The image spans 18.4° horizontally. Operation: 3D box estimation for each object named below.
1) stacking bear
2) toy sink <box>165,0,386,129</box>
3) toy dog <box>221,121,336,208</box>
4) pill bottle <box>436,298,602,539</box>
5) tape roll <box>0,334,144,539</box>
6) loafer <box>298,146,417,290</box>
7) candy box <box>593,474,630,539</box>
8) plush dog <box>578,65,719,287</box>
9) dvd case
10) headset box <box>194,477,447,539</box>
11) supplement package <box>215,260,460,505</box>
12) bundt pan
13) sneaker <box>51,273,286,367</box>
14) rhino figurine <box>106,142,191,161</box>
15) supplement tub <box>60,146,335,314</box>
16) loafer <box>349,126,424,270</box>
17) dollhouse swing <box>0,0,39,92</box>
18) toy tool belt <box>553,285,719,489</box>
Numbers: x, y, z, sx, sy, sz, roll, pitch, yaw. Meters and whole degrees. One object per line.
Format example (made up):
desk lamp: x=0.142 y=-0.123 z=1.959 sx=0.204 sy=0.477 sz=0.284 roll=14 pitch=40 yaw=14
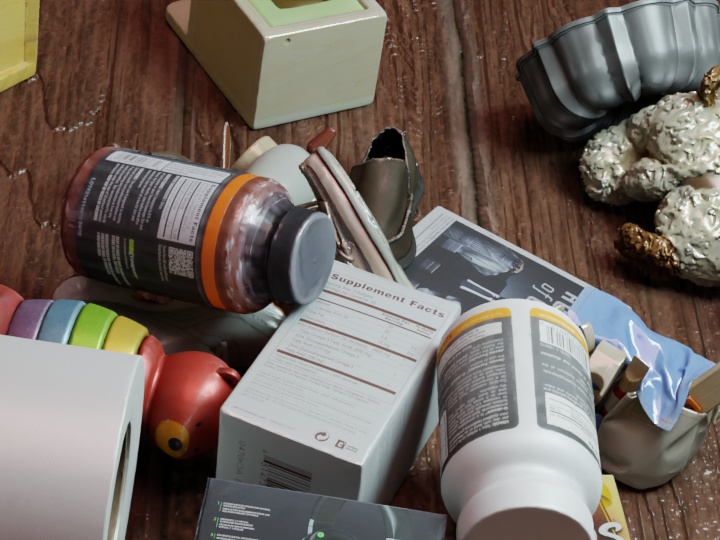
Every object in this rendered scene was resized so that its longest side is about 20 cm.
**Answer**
stacking bear: x=-0.187 y=0.084 z=1.642 sx=0.199 sy=0.122 sz=0.114 roll=13 pitch=35 yaw=2
toy sink: x=-0.083 y=-0.243 z=2.076 sx=0.130 sy=0.113 sz=0.200 roll=-13 pitch=44 yaw=-26
toy dog: x=-0.068 y=-0.072 z=1.835 sx=0.132 sy=0.096 sz=0.200 roll=34 pitch=20 yaw=-12
pill bottle: x=0.112 y=0.125 z=1.584 sx=0.115 sy=0.117 sz=0.201 roll=6 pitch=42 yaw=-4
tape roll: x=-0.229 y=0.147 z=1.506 sx=0.138 sy=0.204 sz=0.203 roll=9 pitch=39 yaw=-2
loafer: x=0.000 y=0.000 z=1.767 sx=0.063 sy=0.201 sz=0.072 roll=-32 pitch=3 yaw=-1
candy box: x=0.140 y=0.233 z=1.594 sx=0.116 sy=0.057 sz=0.201 roll=1 pitch=39 yaw=-9
plush dog: x=0.305 y=-0.068 z=1.941 sx=0.198 sy=0.161 sz=0.173 roll=-1 pitch=67 yaw=-10
dvd case: x=0.106 y=0.030 z=1.856 sx=0.199 sy=0.025 sz=0.150 roll=28 pitch=43 yaw=22
headset box: x=-0.037 y=0.243 z=1.506 sx=0.173 sy=0.093 sz=0.201 roll=8 pitch=42 yaw=0
supplement package: x=-0.017 y=0.106 z=1.666 sx=0.117 sy=0.117 sz=0.200 roll=19 pitch=40 yaw=15
bundt pan: x=0.244 y=-0.172 z=2.014 sx=0.201 sy=0.202 sz=0.076 roll=-8 pitch=75 yaw=-20
sneaker: x=-0.150 y=0.065 z=1.735 sx=0.198 sy=0.076 sz=0.092 roll=4 pitch=46 yaw=6
rhino figurine: x=-0.143 y=-0.030 z=1.848 sx=0.087 sy=0.060 sz=0.200 roll=2 pitch=39 yaw=-36
supplement tub: x=-0.121 y=-0.027 z=1.686 sx=0.199 sy=0.108 sz=0.107 roll=13 pitch=37 yaw=25
loafer: x=0.010 y=-0.059 z=1.884 sx=0.072 sy=0.072 sz=0.200 roll=-6 pitch=29 yaw=9
dollhouse swing: x=-0.382 y=-0.267 z=1.976 sx=0.175 sy=0.201 sz=0.182 roll=-15 pitch=45 yaw=-26
toy tool belt: x=0.193 y=0.067 z=1.726 sx=0.199 sy=0.123 sz=0.125 roll=31 pitch=44 yaw=7
